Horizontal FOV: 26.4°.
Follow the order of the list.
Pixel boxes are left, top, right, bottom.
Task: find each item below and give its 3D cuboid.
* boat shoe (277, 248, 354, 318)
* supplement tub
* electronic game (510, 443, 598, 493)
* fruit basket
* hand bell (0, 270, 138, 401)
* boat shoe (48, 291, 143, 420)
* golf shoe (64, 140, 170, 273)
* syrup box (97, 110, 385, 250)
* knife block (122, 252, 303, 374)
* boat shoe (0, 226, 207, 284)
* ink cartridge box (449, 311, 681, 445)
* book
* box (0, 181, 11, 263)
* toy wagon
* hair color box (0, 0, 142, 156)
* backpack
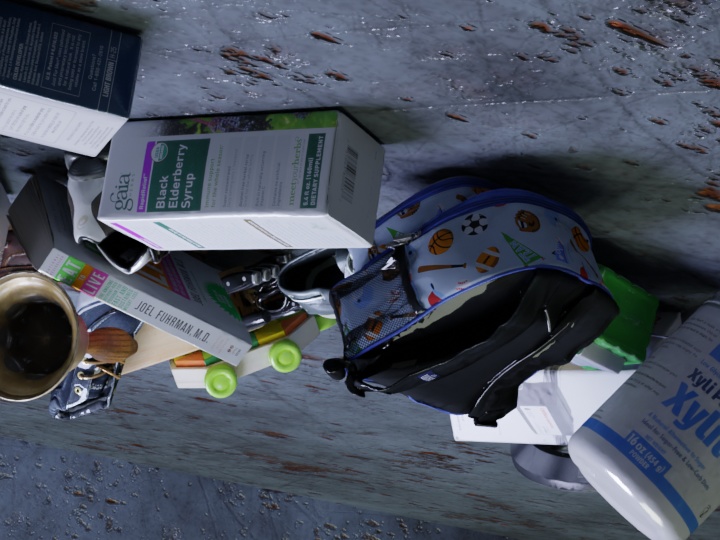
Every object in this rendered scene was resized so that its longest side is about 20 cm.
[{"bbox_3d":[0.000,0.000,1.343,0.062,0.073,0.200,22,158,-32],"label":"boat shoe"},{"bbox_3d":[0.289,0.127,1.322,0.132,0.200,0.132,45,173,7],"label":"supplement tub"},{"bbox_3d":[0.244,0.162,1.481,0.199,0.042,0.200,-10,-163,3],"label":"electronic game"},{"bbox_3d":[0.153,0.036,1.370,0.200,0.094,0.185,1,164,37],"label":"fruit basket"},{"bbox_3d":[-0.242,0.062,1.315,0.104,0.104,0.200,3,175,17],"label":"hand bell"},{"bbox_3d":[-0.244,0.077,1.455,0.071,0.091,0.200,3,158,-31],"label":"boat shoe"},{"bbox_3d":[-0.180,-0.037,1.258,0.078,0.095,0.200,-4,164,27],"label":"golf shoe"},{"bbox_3d":[-0.089,-0.064,1.135,0.199,0.079,0.081,0,164,27],"label":"syrup box"},{"bbox_3d":[-0.153,0.041,1.464,0.199,0.064,0.176,-19,180,-4],"label":"knife block"},{"bbox_3d":[-0.248,-0.003,1.472,0.199,0.071,0.070,5,164,5],"label":"boat shoe"},{"bbox_3d":[0.201,0.102,1.485,0.199,0.084,0.145,-1,-160,29],"label":"ink cartridge box"},{"bbox_3d":[-0.195,0.004,1.309,0.200,0.048,0.134,29,-166,-32],"label":"book"},{"bbox_3d":[-0.400,-0.006,1.274,0.171,0.201,0.199,8,165,-4],"label":"box"},{"bbox_3d":[-0.101,0.065,1.582,0.199,0.040,0.155,-21,-160,-6],"label":"toy wagon"},{"bbox_3d":[-0.251,-0.135,0.984,0.199,0.061,0.100,13,164,-20],"label":"hair color box"},{"bbox_3d":[0.092,0.018,1.180,0.190,0.154,0.200,-27,152,32],"label":"backpack"}]
